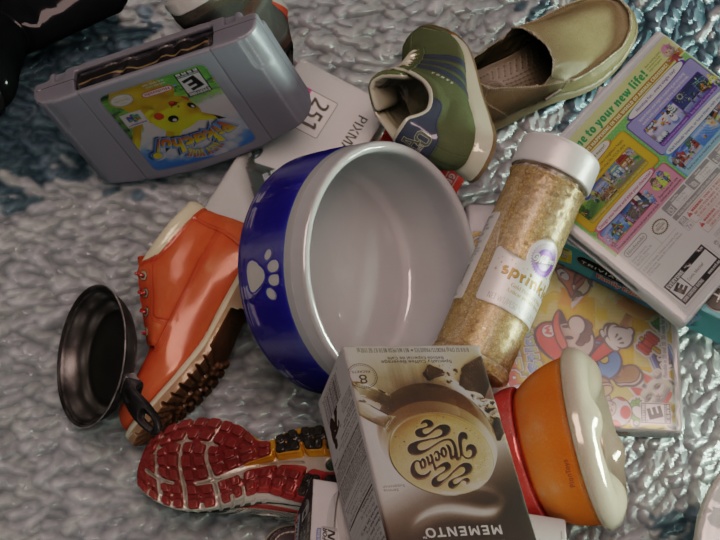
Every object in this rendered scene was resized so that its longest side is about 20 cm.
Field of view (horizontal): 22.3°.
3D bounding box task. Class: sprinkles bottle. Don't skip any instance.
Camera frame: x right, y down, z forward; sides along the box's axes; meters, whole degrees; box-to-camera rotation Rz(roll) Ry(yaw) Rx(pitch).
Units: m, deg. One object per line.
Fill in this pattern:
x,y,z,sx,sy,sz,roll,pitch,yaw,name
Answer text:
0.123,-0.009,1.449,0.068,0.068,0.200,23,78,5,sprinkles bottle

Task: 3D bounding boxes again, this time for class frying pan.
-0.188,0.068,1.427,0.031,0.190,0.115,10,83,-36,frying pan

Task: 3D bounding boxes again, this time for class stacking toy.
0.103,0.150,1.443,0.200,0.146,0.146,-14,68,13,stacking toy

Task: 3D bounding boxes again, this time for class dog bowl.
0.000,0.000,1.453,0.200,0.079,0.200,6,82,-45,dog bowl

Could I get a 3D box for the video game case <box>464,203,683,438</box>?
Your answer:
0.177,0.041,1.542,0.182,0.023,0.200,3,68,-4,video game case

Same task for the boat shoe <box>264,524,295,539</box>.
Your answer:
0.017,0.245,1.422,0.200,0.065,0.072,24,68,5,boat shoe

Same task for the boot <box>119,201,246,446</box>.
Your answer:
-0.150,0.041,1.476,0.107,0.075,0.200,32,84,13,boot

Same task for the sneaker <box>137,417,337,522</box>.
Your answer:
-0.081,0.168,1.442,0.200,0.082,0.078,3,62,15,sneaker

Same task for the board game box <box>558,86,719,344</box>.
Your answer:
0.258,-0.047,1.548,0.200,0.047,0.151,26,68,6,board game box

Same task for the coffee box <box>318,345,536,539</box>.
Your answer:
0.049,0.156,1.328,0.113,0.080,0.200,0,51,-19,coffee box

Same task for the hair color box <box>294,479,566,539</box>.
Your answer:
0.052,0.231,1.362,0.200,0.064,0.111,11,49,-11,hair color box

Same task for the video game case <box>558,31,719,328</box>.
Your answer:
0.257,-0.078,1.524,0.182,0.022,0.200,40,72,11,video game case

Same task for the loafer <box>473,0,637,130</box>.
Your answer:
0.165,-0.186,1.608,0.200,0.067,0.076,-34,75,-17,loafer

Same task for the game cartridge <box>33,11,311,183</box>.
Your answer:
-0.149,-0.136,1.505,0.200,0.133,0.040,-16,56,16,game cartridge

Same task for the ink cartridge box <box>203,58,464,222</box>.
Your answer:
-0.025,-0.058,1.554,0.174,0.044,0.200,28,68,8,ink cartridge box

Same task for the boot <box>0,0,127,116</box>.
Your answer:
-0.274,-0.209,1.533,0.168,0.076,0.200,-28,30,-13,boot

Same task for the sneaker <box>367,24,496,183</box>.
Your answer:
0.048,-0.155,1.535,0.090,0.067,0.200,17,33,-25,sneaker

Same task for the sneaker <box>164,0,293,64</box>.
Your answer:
-0.095,-0.197,1.530,0.077,0.200,0.082,-24,82,17,sneaker

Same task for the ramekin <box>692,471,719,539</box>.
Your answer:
0.352,0.232,1.441,0.202,0.094,0.202,2,68,-5,ramekin
